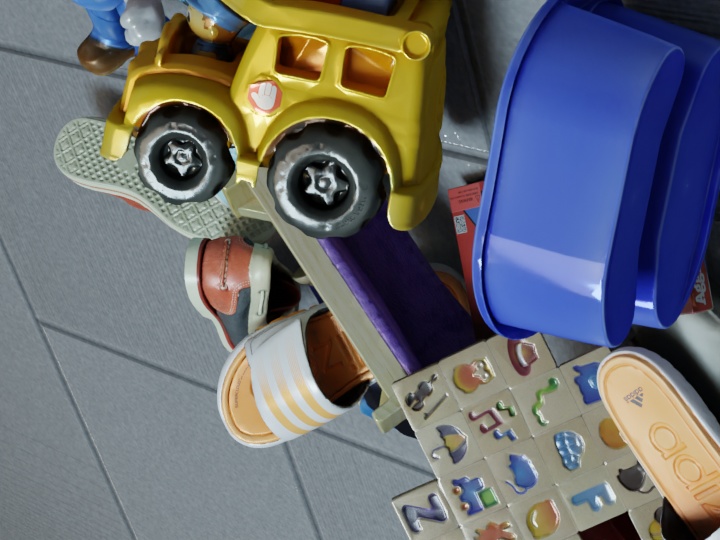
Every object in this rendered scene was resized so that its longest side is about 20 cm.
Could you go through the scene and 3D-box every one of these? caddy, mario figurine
[{"bbox_3d":[0.122,-0.053,0.965,0.105,0.141,0.201,18,107,30],"label":"caddy"},{"bbox_3d":[-0.189,-0.198,1.161,0.123,0.106,0.200,-8,134,14],"label":"mario figurine"}]

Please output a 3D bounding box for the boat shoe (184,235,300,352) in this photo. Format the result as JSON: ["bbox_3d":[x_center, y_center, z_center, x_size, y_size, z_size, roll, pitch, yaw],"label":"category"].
[{"bbox_3d":[-0.076,0.019,1.340,0.062,0.071,0.200,-1,164,10],"label":"boat shoe"}]

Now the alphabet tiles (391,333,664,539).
[{"bbox_3d":[0.106,0.139,1.114,0.167,0.008,0.201,-25,93,13],"label":"alphabet tiles"}]

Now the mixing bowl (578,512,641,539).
[{"bbox_3d":[0.153,0.192,1.205,0.200,0.200,0.108,47,117,2],"label":"mixing bowl"}]

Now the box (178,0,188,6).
[{"bbox_3d":[-0.168,-0.271,1.200,0.200,0.040,0.137,31,143,25],"label":"box"}]

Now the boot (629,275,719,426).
[{"bbox_3d":[0.210,0.085,1.111,0.138,0.077,0.200,39,134,21],"label":"boot"}]

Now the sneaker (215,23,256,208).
[{"bbox_3d":[-0.078,-0.101,1.219,0.200,0.074,0.082,89,164,-47],"label":"sneaker"}]

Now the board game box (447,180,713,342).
[{"bbox_3d":[0.129,-0.015,1.098,0.200,0.019,0.103,-12,89,54],"label":"board game box"}]

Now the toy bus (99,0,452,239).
[{"bbox_3d":[-0.041,-0.134,1.061,0.199,0.136,0.193,12,116,6],"label":"toy bus"}]

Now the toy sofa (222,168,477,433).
[{"bbox_3d":[0.000,0.000,1.182,0.200,0.097,0.083,56,177,11],"label":"toy sofa"}]

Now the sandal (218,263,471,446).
[{"bbox_3d":[-0.020,0.058,1.246,0.206,0.059,0.079,-31,93,18],"label":"sandal"}]

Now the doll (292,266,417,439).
[{"bbox_3d":[0.030,0.074,1.325,0.136,0.048,0.200,-7,119,51],"label":"doll"}]

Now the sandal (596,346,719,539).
[{"bbox_3d":[0.197,0.141,1.051,0.207,0.059,0.079,51,137,6],"label":"sandal"}]

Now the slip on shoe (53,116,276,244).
[{"bbox_3d":[-0.142,-0.068,1.376,0.199,0.074,0.061,20,178,26],"label":"slip on shoe"}]
